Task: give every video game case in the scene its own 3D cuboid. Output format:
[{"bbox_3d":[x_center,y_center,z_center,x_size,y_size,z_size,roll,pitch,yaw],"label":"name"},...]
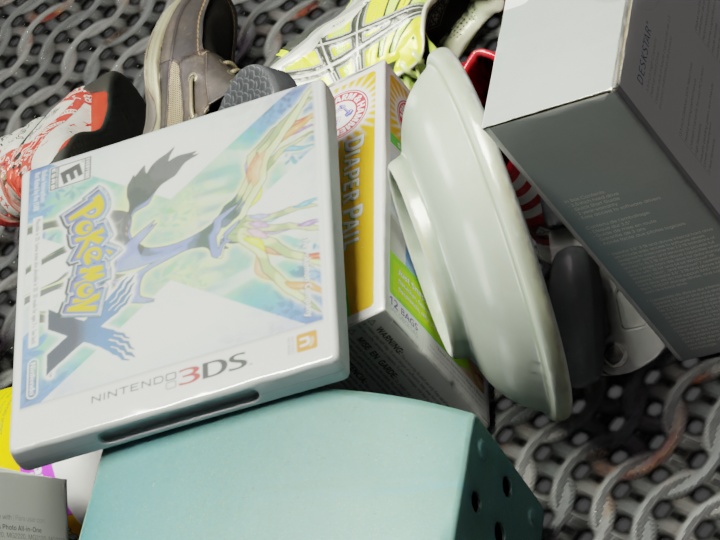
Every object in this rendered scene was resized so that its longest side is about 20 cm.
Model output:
[{"bbox_3d":[-0.096,-0.001,1.474,0.182,0.022,0.200,-17,46,14],"label":"video game case"}]

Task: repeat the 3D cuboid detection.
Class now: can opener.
[{"bbox_3d":[0.116,-0.040,1.460,0.053,0.066,0.200,-11,84,18],"label":"can opener"}]

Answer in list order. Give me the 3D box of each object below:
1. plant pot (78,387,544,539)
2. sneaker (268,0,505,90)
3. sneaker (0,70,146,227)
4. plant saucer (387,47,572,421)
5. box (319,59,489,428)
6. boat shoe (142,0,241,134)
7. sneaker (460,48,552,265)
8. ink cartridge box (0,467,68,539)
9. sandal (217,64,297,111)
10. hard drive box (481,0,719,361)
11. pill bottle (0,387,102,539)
[{"bbox_3d":[-0.019,0.146,1.412,0.200,0.141,0.141,-11,47,27],"label":"plant pot"},{"bbox_3d":[0.007,-0.121,1.696,0.200,0.075,0.076,-52,38,-10],"label":"sneaker"},{"bbox_3d":[-0.198,-0.052,1.794,0.108,0.067,0.201,-31,20,18],"label":"sneaker"},{"bbox_3d":[0.053,-0.013,1.434,0.050,0.200,0.200,-18,39,-3],"label":"plant saucer"},{"bbox_3d":[0.000,0.000,1.553,0.101,0.113,0.200,-24,39,23],"label":"box"},{"bbox_3d":[-0.094,-0.094,1.774,0.073,0.075,0.200,-8,57,24],"label":"boat shoe"},{"bbox_3d":[0.112,-0.111,1.557,0.078,0.116,0.200,-18,44,29],"label":"sneaker"},{"bbox_3d":[-0.230,0.211,1.512,0.145,0.083,0.200,-11,75,35],"label":"ink cartridge box"},{"bbox_3d":[-0.082,-0.027,1.672,0.200,0.043,0.076,-58,41,23],"label":"sandal"},{"bbox_3d":[0.154,-0.078,1.417,0.077,0.200,0.156,-15,44,31],"label":"hard drive box"},{"bbox_3d":[-0.173,0.112,1.605,0.200,0.104,0.104,-16,44,31],"label":"pill bottle"}]
